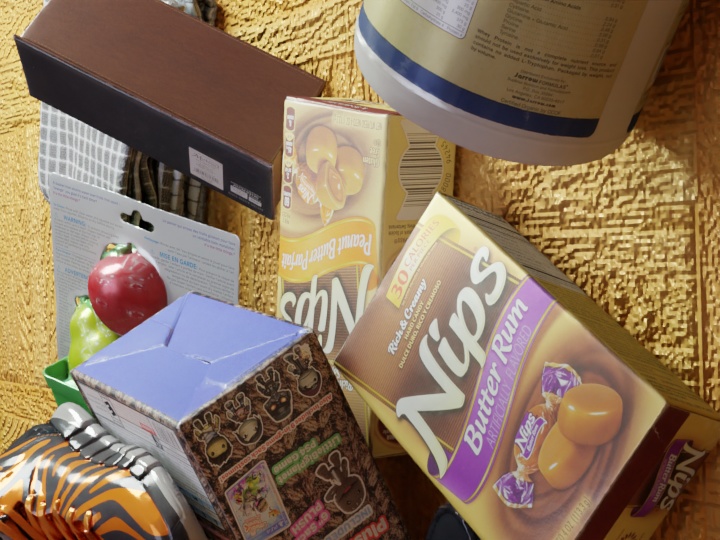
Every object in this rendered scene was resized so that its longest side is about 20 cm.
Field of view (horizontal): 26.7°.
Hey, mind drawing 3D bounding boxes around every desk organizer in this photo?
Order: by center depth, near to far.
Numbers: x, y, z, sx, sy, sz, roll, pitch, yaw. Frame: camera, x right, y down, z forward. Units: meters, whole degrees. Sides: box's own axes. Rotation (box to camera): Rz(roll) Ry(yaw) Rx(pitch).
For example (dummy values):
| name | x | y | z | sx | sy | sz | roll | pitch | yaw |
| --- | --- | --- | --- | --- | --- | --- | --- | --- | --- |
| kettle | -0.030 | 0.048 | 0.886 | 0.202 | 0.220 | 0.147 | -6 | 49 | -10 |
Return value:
| name | x | y | z | sx | sy | sz | roll | pitch | yaw |
| --- | --- | --- | --- | --- | --- | --- | --- | --- | --- |
| desk organizer | -0.126 | -0.123 | 1.025 | 0.199 | 0.077 | 0.072 | 27 | 156 | 11 |

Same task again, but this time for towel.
| name | x | y | z | sx | sy | sz | roll | pitch | yaw |
| --- | --- | --- | --- | --- | --- | --- | --- | --- | --- |
| towel | -0.183 | -0.124 | 1.169 | 0.165 | 0.085 | 0.201 | 23 | 111 | 54 |

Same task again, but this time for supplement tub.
| name | x | y | z | sx | sy | sz | roll | pitch | yaw |
| --- | --- | --- | --- | --- | --- | --- | --- | --- | --- |
| supplement tub | 0.089 | -0.164 | 0.685 | 0.145 | 0.144 | 0.201 | 51 | 133 | 42 |

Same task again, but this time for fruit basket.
| name | x | y | z | sx | sy | sz | roll | pitch | yaw |
| --- | --- | --- | --- | --- | --- | --- | --- | --- | --- |
| fruit basket | -0.153 | 0.042 | 1.097 | 0.185 | 0.094 | 0.201 | 18 | 113 | 32 |

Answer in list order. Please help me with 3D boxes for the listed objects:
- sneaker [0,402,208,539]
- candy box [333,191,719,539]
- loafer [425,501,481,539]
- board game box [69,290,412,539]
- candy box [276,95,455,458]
| name | x | y | z | sx | sy | sz | roll | pitch | yaw |
| --- | --- | --- | --- | --- | --- | --- | --- | --- | --- |
| sneaker | -0.167 | 0.151 | 0.870 | 0.200 | 0.112 | 0.078 | 17 | 136 | 55 |
| candy box | 0.077 | 0.061 | 0.771 | 0.117 | 0.056 | 0.200 | -59 | 42 | 15 |
| loafer | 0.045 | 0.228 | 0.854 | 0.072 | 0.063 | 0.201 | 17 | 107 | 55 |
| board game box | -0.064 | 0.130 | 0.909 | 0.159 | 0.097 | 0.201 | 15 | 134 | 57 |
| candy box | 0.000 | 0.000 | 0.916 | 0.115 | 0.055 | 0.201 | 17 | 107 | 55 |
